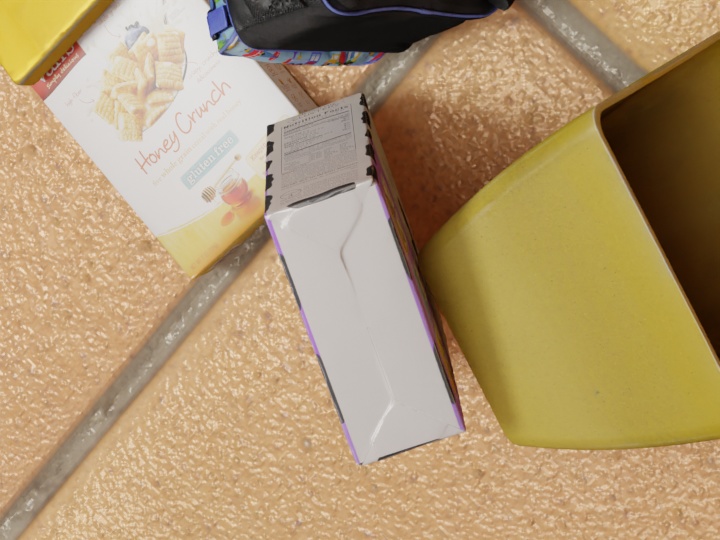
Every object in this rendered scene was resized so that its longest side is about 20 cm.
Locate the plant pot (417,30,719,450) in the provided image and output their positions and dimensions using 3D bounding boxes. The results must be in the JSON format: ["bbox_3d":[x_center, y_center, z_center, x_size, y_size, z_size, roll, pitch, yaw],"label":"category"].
[{"bbox_3d":[0.157,-0.001,1.285,0.176,0.200,0.200,-24,94,37],"label":"plant pot"}]

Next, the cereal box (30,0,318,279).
[{"bbox_3d":[-0.125,-0.114,1.444,0.144,0.040,0.200,-43,86,24],"label":"cereal box"}]

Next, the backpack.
[{"bbox_3d":[-0.018,-0.236,1.296,0.134,0.182,0.200,-17,83,42],"label":"backpack"}]

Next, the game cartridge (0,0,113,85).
[{"bbox_3d":[-0.209,-0.253,1.418,0.200,0.032,0.176,-41,79,23],"label":"game cartridge"}]

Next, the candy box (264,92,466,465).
[{"bbox_3d":[0.000,0.000,1.317,0.071,0.200,0.168,-19,109,4],"label":"candy box"}]
